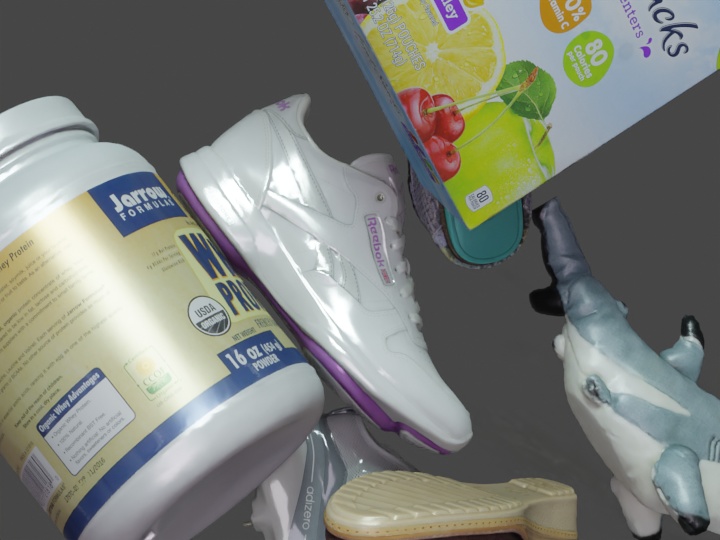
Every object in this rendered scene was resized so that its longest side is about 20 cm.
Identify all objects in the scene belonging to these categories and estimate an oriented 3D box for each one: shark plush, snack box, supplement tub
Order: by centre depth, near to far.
[{"bbox_3d":[0.088,-0.143,1.226,0.200,0.068,0.169,-34,123,-6],"label":"snack box"},{"bbox_3d":[-0.128,0.030,1.282,0.144,0.144,0.200,-40,79,6],"label":"supplement tub"},{"bbox_3d":[0.145,0.056,1.359,0.083,0.091,0.200,-32,76,-14],"label":"shark plush"}]

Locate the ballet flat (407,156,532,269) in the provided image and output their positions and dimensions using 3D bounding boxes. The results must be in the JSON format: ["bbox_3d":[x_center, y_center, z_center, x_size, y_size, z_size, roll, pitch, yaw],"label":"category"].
[{"bbox_3d":[0.045,-0.102,1.310,0.072,0.072,0.201,-4,111,1],"label":"ballet flat"}]

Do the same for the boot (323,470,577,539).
[{"bbox_3d":[0.039,0.186,1.302,0.072,0.200,0.167,16,96,36],"label":"boot"}]

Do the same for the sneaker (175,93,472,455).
[{"bbox_3d":[0.000,0.000,1.319,0.100,0.075,0.200,-39,87,-7],"label":"sneaker"}]

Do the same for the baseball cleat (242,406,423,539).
[{"bbox_3d":[0.003,0.169,1.355,0.106,0.070,0.200,-13,99,3],"label":"baseball cleat"}]
